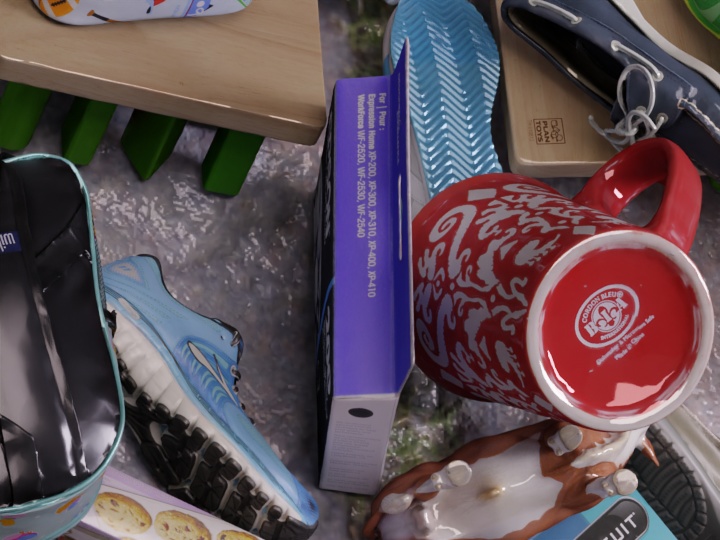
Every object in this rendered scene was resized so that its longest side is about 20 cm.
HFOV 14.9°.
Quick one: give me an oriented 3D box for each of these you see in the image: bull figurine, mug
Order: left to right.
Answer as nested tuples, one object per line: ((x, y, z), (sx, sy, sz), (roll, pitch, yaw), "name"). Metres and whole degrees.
((0.096, 0.117, 1.575), (0.199, 0.121, 0.065), (-25, 87, -4), "bull figurine")
((0.113, 0.000, 1.525), (0.133, 0.200, 0.179), (18, 91, -17), "mug")

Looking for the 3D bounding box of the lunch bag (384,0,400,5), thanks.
((0.057, -0.288, 1.702), (0.127, 0.199, 0.170), (27, 38, -56), "lunch bag")

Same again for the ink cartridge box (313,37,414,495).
((0.000, 0.000, 1.559), (0.043, 0.200, 0.199), (2, 65, -6), "ink cartridge box")

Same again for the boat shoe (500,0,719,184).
((0.167, -0.110, 1.656), (0.062, 0.075, 0.200), (-37, 74, -23), "boat shoe")

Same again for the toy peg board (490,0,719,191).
((0.177, -0.138, 1.773), (0.198, 0.098, 0.201), (-2, 66, -9), "toy peg board")

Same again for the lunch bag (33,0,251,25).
((-0.142, -0.229, 1.591), (0.159, 0.076, 0.201), (-5, 54, -28), "lunch bag")

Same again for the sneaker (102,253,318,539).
((-0.085, 0.068, 1.563), (0.090, 0.078, 0.200), (-37, 85, -36), "sneaker")

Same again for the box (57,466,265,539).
((-0.072, 0.169, 1.544), (0.199, 0.039, 0.042), (27, 60, -11), "box")

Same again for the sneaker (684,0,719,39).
((0.257, -0.150, 1.682), (0.074, 0.084, 0.201), (-20, 70, -16), "sneaker")

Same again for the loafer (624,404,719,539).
((0.216, 0.140, 1.675), (0.200, 0.075, 0.070), (50, 45, -1), "loafer")

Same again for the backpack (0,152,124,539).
((-0.217, 0.057, 1.462), (0.175, 0.154, 0.201), (-7, 61, -24), "backpack")

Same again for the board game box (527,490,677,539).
((0.156, 0.237, 1.610), (0.151, 0.047, 0.200), (-37, 86, -33), "board game box")

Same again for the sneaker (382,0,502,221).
((0.044, -0.078, 1.685), (0.076, 0.081, 0.201), (4, 64, -21), "sneaker")

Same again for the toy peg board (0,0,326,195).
((-0.134, -0.147, 1.644), (0.199, 0.098, 0.200), (12, 47, -19), "toy peg board")
